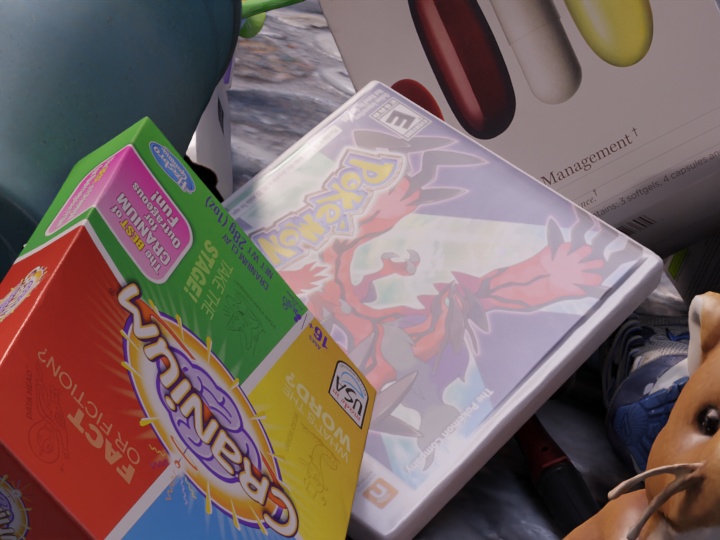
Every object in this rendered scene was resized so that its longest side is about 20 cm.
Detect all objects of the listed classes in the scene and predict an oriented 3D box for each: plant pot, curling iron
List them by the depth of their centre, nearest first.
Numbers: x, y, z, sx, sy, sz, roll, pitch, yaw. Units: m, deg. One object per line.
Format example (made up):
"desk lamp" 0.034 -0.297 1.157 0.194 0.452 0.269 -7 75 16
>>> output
"plant pot" -0.165 -0.070 0.697 0.199 0.201 0.189 16 48 -6
"curling iron" 0.096 0.087 0.746 0.026 0.050 0.200 38 20 -29

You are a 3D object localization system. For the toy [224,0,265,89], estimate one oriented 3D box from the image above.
"toy" -0.133 -0.181 1.071 0.047 0.116 0.200 18 13 33

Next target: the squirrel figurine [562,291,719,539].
"squirrel figurine" 0.122 0.099 0.545 0.141 0.188 0.200 28 24 23

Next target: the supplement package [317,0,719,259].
"supplement package" 0.111 -0.103 0.858 0.147 0.191 0.201 12 52 -66

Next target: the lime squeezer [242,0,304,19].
"lime squeezer" -0.125 -0.151 1.003 0.199 0.038 0.071 -21 21 -8

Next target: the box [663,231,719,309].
"box" 0.300 -0.040 1.006 0.199 0.113 0.102 -12 53 -21

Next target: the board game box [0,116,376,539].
"board game box" -0.065 0.054 0.556 0.153 0.040 0.200 50 25 -20

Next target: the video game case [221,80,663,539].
"video game case" 0.009 0.011 0.732 0.182 0.023 0.200 34 58 25

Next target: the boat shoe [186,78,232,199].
"boat shoe" -0.111 -0.080 0.963 0.056 0.069 0.200 -13 25 3

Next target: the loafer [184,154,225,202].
"loafer" -0.106 -0.037 0.839 0.199 0.071 0.073 28 24 23

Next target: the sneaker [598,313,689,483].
"sneaker" 0.156 0.063 0.828 0.085 0.078 0.200 21 12 25
